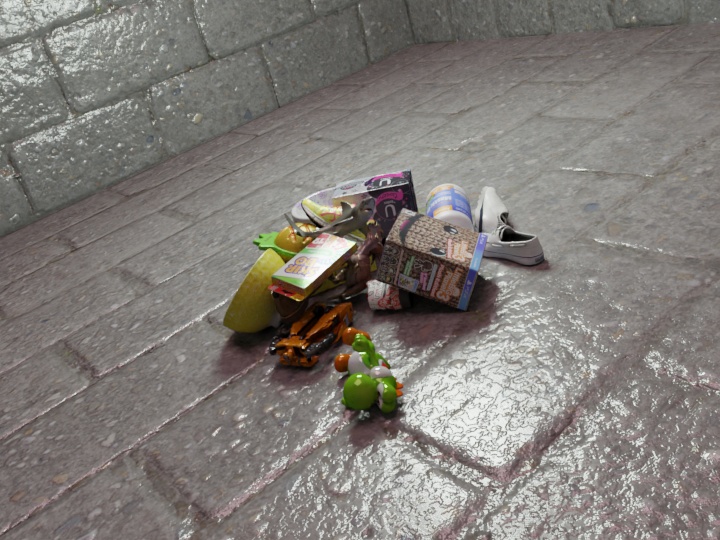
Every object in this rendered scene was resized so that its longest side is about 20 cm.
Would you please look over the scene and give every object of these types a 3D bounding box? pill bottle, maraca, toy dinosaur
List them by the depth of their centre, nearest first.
[{"bbox_3d":[0.000,0.000,1.643,0.086,0.203,0.134,40,33,27],"label":"toy dinosaur"},{"bbox_3d":[0.209,-0.108,1.717,0.109,0.114,0.202,-12,33,11],"label":"pill bottle"},{"bbox_3d":[-0.154,-0.059,1.727,0.195,0.110,0.137,10,18,8],"label":"maraca"}]

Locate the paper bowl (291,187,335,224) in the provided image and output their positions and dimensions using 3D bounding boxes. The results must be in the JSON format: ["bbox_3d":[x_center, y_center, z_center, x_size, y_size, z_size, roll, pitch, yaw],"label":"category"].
[{"bbox_3d":[-0.083,-0.142,1.995,0.196,0.107,0.202,-14,25,6],"label":"paper bowl"}]

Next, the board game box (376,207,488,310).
[{"bbox_3d":[0.152,-0.027,1.527,0.195,0.099,0.160,18,33,7],"label":"board game box"}]

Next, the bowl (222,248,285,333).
[{"bbox_3d":[-0.209,0.066,1.628,0.106,0.202,0.201,32,37,2],"label":"bowl"}]

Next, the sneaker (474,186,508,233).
[{"bbox_3d":[0.324,-0.141,1.788,0.078,0.078,0.201,3,34,14],"label":"sneaker"}]

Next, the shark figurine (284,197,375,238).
[{"bbox_3d":[-0.057,-0.119,1.669,0.210,0.128,0.091,-17,61,10],"label":"shark figurine"}]

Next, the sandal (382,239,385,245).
[{"bbox_3d":[0.022,-0.084,1.877,0.197,0.049,0.075,2,31,36],"label":"sandal"}]

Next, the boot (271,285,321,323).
[{"bbox_3d":[-0.134,0.022,1.580,0.072,0.076,0.201,-18,26,29],"label":"boot"}]

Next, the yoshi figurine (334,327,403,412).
[{"bbox_3d":[-0.003,0.183,1.301,0.111,0.113,0.200,-36,29,-3],"label":"yoshi figurine"}]

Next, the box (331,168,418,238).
[{"bbox_3d":[0.039,-0.158,1.807,0.195,0.135,0.115,-10,24,9],"label":"box"}]

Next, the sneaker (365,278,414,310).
[{"bbox_3d":[0.069,0.018,1.618,0.105,0.069,0.203,-7,30,15],"label":"sneaker"}]

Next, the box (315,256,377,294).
[{"bbox_3d":[-0.064,0.001,1.760,0.196,0.051,0.075,-23,26,-10],"label":"box"}]

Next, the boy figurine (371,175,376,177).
[{"bbox_3d":[0.031,-0.209,2.065,0.122,0.066,0.200,22,-9,-11],"label":"boy figurine"}]

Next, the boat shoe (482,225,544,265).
[{"bbox_3d":[0.325,-0.068,1.627,0.073,0.067,0.198,-33,29,-30],"label":"boat shoe"}]

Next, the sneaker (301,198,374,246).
[{"bbox_3d":[-0.049,-0.125,1.738,0.092,0.197,0.078,-60,-3,-2],"label":"sneaker"}]

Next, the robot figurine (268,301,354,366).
[{"bbox_3d":[-0.098,0.132,1.508,0.142,0.059,0.200,-1,29,33],"label":"robot figurine"}]

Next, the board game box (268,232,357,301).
[{"bbox_3d":[-0.100,-0.010,1.532,0.094,0.031,0.200,17,46,32],"label":"board game box"}]
